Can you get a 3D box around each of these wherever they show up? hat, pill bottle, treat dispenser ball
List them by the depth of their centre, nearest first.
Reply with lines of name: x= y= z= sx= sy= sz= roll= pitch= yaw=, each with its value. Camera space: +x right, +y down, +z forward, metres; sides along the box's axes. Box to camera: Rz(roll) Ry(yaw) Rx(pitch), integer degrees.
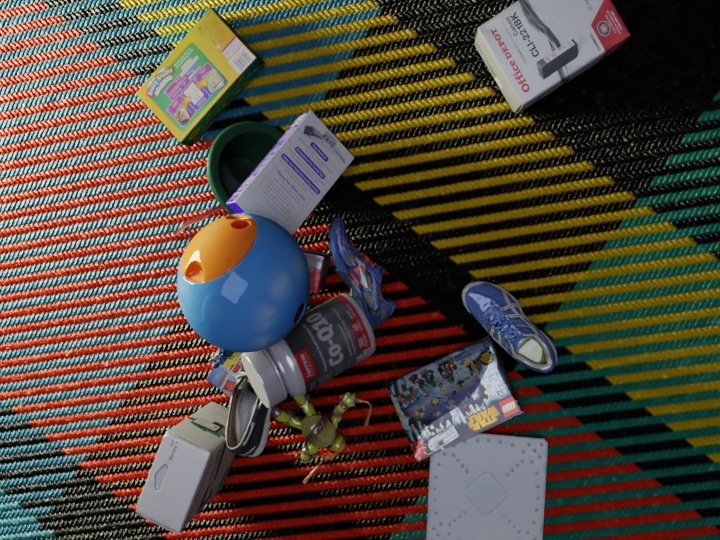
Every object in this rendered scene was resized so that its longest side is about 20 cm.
treat dispenser ball: x=-0.172 y=0.018 z=1.042 sx=0.196 sy=0.201 sz=0.206 roll=0 pitch=93 yaw=7
pill bottle: x=-0.084 y=0.130 z=1.131 sx=0.197 sy=0.114 sz=0.116 roll=-28 pitch=90 yaw=-21
hat: x=-0.223 y=-0.157 z=1.238 sx=0.196 sy=0.175 sz=0.170 roll=-9 pitch=90 yaw=-30

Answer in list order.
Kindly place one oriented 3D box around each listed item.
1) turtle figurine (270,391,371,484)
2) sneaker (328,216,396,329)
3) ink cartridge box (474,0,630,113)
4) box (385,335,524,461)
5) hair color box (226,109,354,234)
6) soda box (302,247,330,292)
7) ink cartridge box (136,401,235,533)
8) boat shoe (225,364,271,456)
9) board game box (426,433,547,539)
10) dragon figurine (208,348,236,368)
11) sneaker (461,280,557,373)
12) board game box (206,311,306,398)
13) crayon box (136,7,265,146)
turtle figurine: x=-0.086 y=0.270 z=1.201 sx=0.160 sy=0.065 sz=0.201 roll=38 pitch=108 yaw=-4
sneaker: x=0.000 y=0.000 z=1.197 sx=0.077 sy=0.075 sz=0.204 roll=-23 pitch=98 yaw=-1
ink cartridge box: x=0.301 y=-0.371 z=1.123 sx=0.198 sy=0.084 sz=0.146 roll=-32 pitch=90 yaw=8
box: x=0.157 y=0.215 z=1.180 sx=0.197 sy=0.040 sz=0.139 roll=-27 pitch=75 yaw=8
hair color box: x=-0.114 y=-0.149 z=1.152 sx=0.109 sy=0.065 sz=0.201 roll=44 pitch=76 yaw=-20
soda box: x=-0.155 y=-0.016 z=1.209 sx=0.195 sy=0.070 sz=0.065 roll=12 pitch=97 yaw=7
ink cartridge box: x=-0.277 y=0.324 z=1.177 sx=0.083 sy=0.200 sz=0.149 roll=23 pitch=96 yaw=6
boat shoe: x=-0.183 y=0.203 z=1.166 sx=0.072 sy=0.060 sz=0.205 roll=1 pitch=74 yaw=31
board game box: x=0.215 y=0.378 z=1.204 sx=0.195 sy=0.026 sz=0.205 roll=3 pitch=94 yaw=8
dragon figurine: x=-0.217 y=0.065 z=1.184 sx=0.098 sy=0.059 sz=0.202 roll=30 pitch=100 yaw=-9
sneaker: x=0.250 y=0.091 z=1.158 sx=0.199 sy=0.077 sz=0.076 roll=40 pitch=99 yaw=5
board game box: x=-0.163 y=0.147 z=1.236 sx=0.134 sy=0.034 sz=0.202 roll=35 pitch=97 yaw=4
crayon box: x=-0.276 y=-0.331 z=1.214 sx=0.200 sy=0.058 sz=0.119 roll=-45 pitch=87 yaw=8
